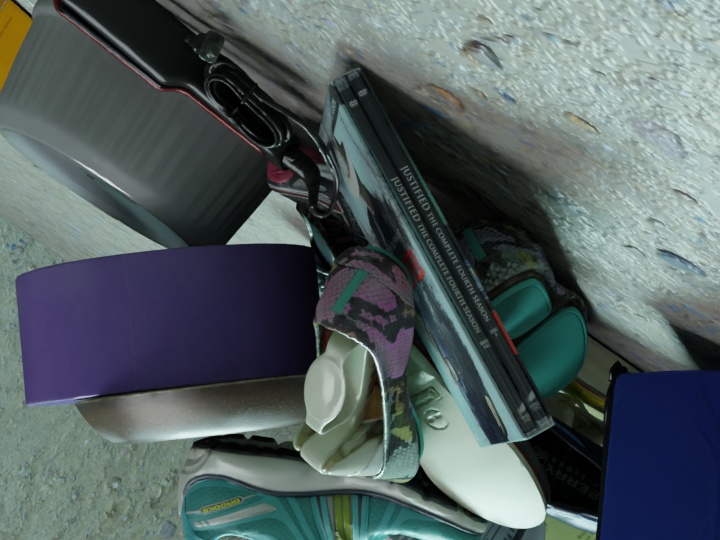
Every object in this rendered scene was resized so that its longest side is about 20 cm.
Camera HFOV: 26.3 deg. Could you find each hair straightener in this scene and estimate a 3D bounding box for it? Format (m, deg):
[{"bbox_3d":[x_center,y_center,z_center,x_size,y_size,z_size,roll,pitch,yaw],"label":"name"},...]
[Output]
[{"bbox_3d":[-0.087,-0.102,0.848,0.200,0.041,0.077,44,169,-6],"label":"hair straightener"}]

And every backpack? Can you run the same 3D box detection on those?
[{"bbox_3d":[0.228,0.165,0.897,0.166,0.164,0.200,5,158,24],"label":"backpack"}]

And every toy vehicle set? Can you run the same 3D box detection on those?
[{"bbox_3d":[0.153,0.073,1.078,0.199,0.027,0.124,34,171,-12],"label":"toy vehicle set"}]

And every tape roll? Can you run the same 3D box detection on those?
[{"bbox_3d":[-0.124,0.037,1.014,0.198,0.086,0.200,-5,175,0],"label":"tape roll"}]

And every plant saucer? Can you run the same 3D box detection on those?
[{"bbox_3d":[-0.081,0.087,0.981,0.198,0.032,0.200,-7,176,0],"label":"plant saucer"}]

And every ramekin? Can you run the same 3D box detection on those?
[{"bbox_3d":[-0.147,-0.089,1.008,0.201,0.095,0.202,31,171,5],"label":"ramekin"}]

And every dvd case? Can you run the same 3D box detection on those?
[{"bbox_3d":[0.034,0.000,0.818,0.201,0.022,0.146,63,173,4],"label":"dvd case"}]

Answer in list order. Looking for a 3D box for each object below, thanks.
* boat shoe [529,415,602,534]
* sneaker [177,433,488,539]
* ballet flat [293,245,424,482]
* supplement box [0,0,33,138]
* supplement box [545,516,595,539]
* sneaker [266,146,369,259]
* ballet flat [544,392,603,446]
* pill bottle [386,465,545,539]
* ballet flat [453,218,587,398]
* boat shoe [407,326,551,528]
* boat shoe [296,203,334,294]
[{"bbox_3d":[0.103,0.110,1.010,0.198,0.085,0.069,20,173,1],"label":"boat shoe"},{"bbox_3d":[-0.018,0.155,0.985,0.198,0.080,0.078,8,-175,-2],"label":"sneaker"},{"bbox_3d":[-0.005,0.070,0.851,0.069,0.071,0.201,30,147,23],"label":"ballet flat"},{"bbox_3d":[-0.306,-0.166,1.188,0.199,0.074,0.126,24,168,41],"label":"supplement box"},{"bbox_3d":[0.116,0.200,1.250,0.199,0.200,0.134,38,-174,-32],"label":"supplement box"},{"bbox_3d":[0.008,-0.011,0.968,0.080,0.075,0.200,22,166,46],"label":"sneaker"},{"bbox_3d":[0.156,0.122,1.078,0.199,0.070,0.069,26,170,11],"label":"ballet flat"},{"bbox_3d":[0.060,0.184,1.088,0.200,0.111,0.111,41,170,-4],"label":"pill bottle"},{"bbox_3d":[0.092,0.017,0.918,0.072,0.072,0.200,28,170,24],"label":"ballet flat"},{"bbox_3d":[0.053,0.074,0.933,0.071,0.063,0.200,-27,113,39],"label":"boat shoe"},{"bbox_3d":[0.000,0.000,1.087,0.073,0.062,0.200,30,170,31],"label":"boat shoe"}]
